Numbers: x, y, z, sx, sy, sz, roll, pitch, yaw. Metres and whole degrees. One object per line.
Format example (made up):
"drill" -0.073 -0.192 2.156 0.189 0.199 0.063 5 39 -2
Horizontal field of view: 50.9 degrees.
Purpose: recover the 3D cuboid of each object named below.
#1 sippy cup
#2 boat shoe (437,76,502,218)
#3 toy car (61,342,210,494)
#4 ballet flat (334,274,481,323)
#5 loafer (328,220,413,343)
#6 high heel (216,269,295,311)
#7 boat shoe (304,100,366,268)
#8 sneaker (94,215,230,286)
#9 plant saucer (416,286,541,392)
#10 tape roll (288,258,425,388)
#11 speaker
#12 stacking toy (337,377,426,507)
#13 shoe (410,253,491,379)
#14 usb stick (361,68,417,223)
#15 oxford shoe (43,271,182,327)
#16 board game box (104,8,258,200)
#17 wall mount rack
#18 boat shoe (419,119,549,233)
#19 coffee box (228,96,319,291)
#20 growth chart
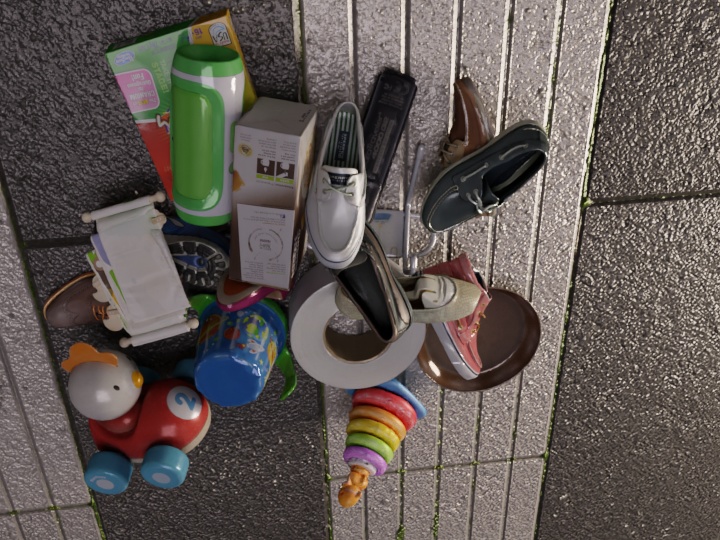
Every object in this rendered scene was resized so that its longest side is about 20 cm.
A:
"sippy cup" -0.176 0.116 1.071 0.176 0.131 0.140 6 123 -2
"boat shoe" 0.140 -0.153 1.001 0.071 0.076 0.201 -13 120 2
"toy car" -0.318 0.169 1.032 0.176 0.185 0.201 -10 132 16
"ballet flat" 0.064 0.035 1.007 0.198 0.068 0.062 -5 148 2
"loafer" 0.000 0.000 0.943 0.072 0.063 0.201 -31 97 23
"high heel" -0.133 0.034 1.004 0.067 0.200 0.097 12 116 17
"boat shoe" -0.030 -0.106 0.904 0.073 0.201 0.067 0 165 -4
"sneaker" -0.260 -0.037 1.012 0.199 0.089 0.079 17 114 6
"plant saucer" 0.182 0.104 1.183 0.199 0.032 0.201 -3 120 -6
"tape roll" -0.006 0.075 1.116 0.201 0.071 0.204 -3 121 -5
"speaker" -0.182 -0.158 0.897 0.088 0.089 0.201 2 121 -9
"stacking toy" 0.013 0.269 1.152 0.116 0.201 0.110 -13 131 40
"shoe" 0.155 0.069 1.098 0.091 0.072 0.201 -24 116 13
"usb stick" 0.018 -0.155 0.968 0.055 0.033 0.201 19 95 -1
"oxford shoe" -0.348 0.043 1.047 0.199 0.073 0.072 -18 122 3
"board game box" -0.202 -0.201 0.941 0.152 0.040 0.201 -17 121 2
"wall mount rack" 0.017 -0.083 1.029 0.199 0.075 0.175 3 87 -11
"boat shoe" 0.154 -0.107 0.957 0.200 0.062 0.073 -39 122 24
"coffee box" -0.105 -0.093 0.921 0.079 0.115 0.201 10 119 4
"growth chart" -0.289 0.005 0.976 0.144 0.018 0.201 -7 109 18
